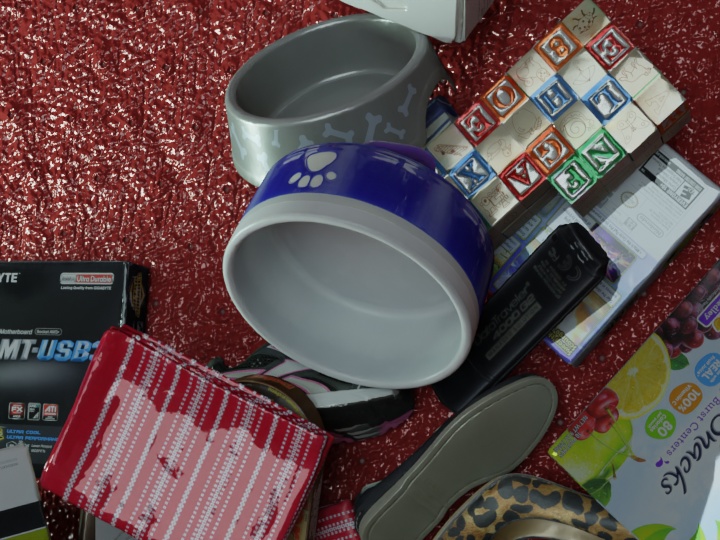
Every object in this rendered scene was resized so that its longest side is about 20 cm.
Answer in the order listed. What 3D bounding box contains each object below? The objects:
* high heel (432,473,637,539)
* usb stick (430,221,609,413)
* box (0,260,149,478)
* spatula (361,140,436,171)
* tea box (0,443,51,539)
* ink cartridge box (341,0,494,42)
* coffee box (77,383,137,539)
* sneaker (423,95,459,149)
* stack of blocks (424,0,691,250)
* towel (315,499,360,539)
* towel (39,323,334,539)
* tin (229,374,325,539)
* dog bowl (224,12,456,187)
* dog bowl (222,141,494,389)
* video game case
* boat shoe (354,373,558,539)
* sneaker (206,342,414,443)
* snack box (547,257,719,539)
[{"bbox_3d":[0.153,0.221,0.936,0.199,0.071,0.143,-35,66,2],"label":"high heel"},{"bbox_3d":[0.120,0.042,0.953,0.056,0.032,0.200,55,129,20],"label":"usb stick"},{"bbox_3d":[-0.299,0.092,1.125,0.198,0.050,0.201,1,83,18],"label":"box"},{"bbox_3d":[0.026,-0.048,0.962,0.056,0.200,0.021,7,69,1],"label":"spatula"},{"bbox_3d":[-0.334,0.276,1.012,0.132,0.200,0.199,-11,75,-27],"label":"tea box"},{"bbox_3d":[0.069,-0.300,0.994,0.145,0.085,0.201,24,59,20],"label":"ink cartridge box"},{"bbox_3d":[-0.193,0.186,1.010,0.079,0.114,0.203,5,86,-13],"label":"coffee box"},{"bbox_3d":[-0.014,-0.096,1.038,0.199,0.080,0.116,-41,74,11],"label":"sneaker"},{"bbox_3d":[0.145,-0.098,0.947,0.200,0.059,0.115,-42,71,9],"label":"stack of blocks"},{"bbox_3d":[-0.048,0.310,1.013,0.143,0.022,0.202,-18,76,15],"label":"towel"},{"bbox_3d":[-0.137,0.147,0.933,0.198,0.022,0.146,26,90,7],"label":"towel"},{"bbox_3d":[-0.086,0.183,0.979,0.111,0.042,0.202,13,103,19],"label":"tin"},{"bbox_3d":[-0.022,-0.146,0.995,0.198,0.059,0.201,-14,34,10],"label":"dog bowl"},{"bbox_3d":[0.000,0.000,0.923,0.198,0.201,0.079,8,52,20],"label":"dog bowl"},{"bbox_3d":[0.163,-0.055,0.990,0.200,0.045,0.182,44,97,19],"label":"video game case"},{"bbox_3d":[0.071,0.146,0.978,0.200,0.073,0.063,-42,27,4],"label":"boat shoe"},{"bbox_3d":[-0.055,0.096,1.028,0.197,0.081,0.087,-6,61,9],"label":"sneaker"},{"bbox_3d":[0.255,0.109,0.871,0.200,0.053,0.142,-48,62,1],"label":"snack box"}]
